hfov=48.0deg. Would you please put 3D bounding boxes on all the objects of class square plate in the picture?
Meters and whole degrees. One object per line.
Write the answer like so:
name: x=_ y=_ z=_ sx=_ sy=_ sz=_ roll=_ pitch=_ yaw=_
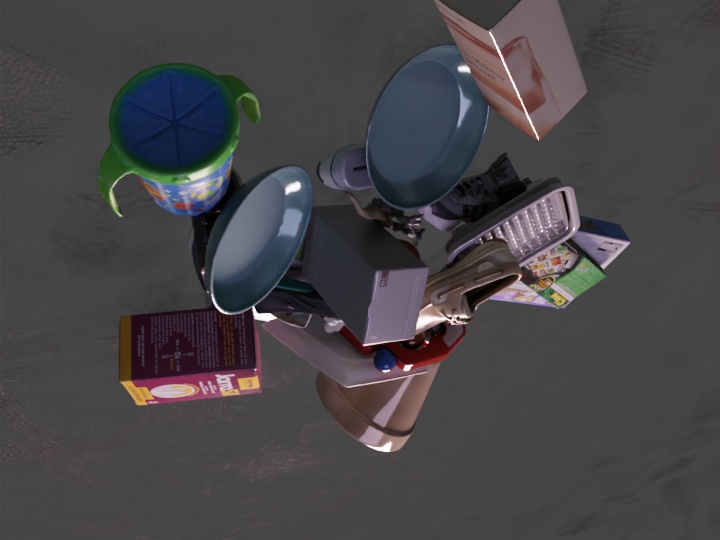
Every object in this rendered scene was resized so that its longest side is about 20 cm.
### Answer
square plate: x=-0.021 y=0.111 z=1.245 sx=0.196 sy=0.198 sz=0.029 roll=-1 pitch=114 yaw=-48

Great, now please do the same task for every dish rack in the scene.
dish rack: x=0.210 y=-0.052 z=1.141 sx=0.198 sy=0.044 sz=0.172 roll=-30 pitch=152 yaw=7

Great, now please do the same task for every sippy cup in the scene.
sippy cup: x=-0.194 y=-0.130 z=0.882 sx=0.173 sy=0.143 sz=0.131 roll=-3 pitch=158 yaw=-5

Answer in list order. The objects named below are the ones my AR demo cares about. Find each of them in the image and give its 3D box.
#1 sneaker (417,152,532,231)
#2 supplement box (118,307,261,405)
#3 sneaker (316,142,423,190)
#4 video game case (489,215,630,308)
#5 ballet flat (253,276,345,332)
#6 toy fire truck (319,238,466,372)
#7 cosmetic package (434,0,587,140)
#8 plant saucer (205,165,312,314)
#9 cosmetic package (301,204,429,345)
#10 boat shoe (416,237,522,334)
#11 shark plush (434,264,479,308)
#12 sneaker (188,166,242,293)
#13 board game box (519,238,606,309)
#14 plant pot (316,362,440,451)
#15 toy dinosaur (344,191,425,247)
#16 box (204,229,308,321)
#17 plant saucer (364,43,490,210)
sneaker: x=0.159 y=-0.114 z=1.120 sx=0.198 sy=0.076 sz=0.114 roll=6 pitch=140 yaw=-47
supplement box: x=-0.251 y=0.128 z=1.212 sx=0.195 sy=0.105 sz=0.132 roll=-5 pitch=156 yaw=-5
sneaker: x=0.030 y=-0.141 z=1.032 sx=0.197 sy=0.070 sz=0.075 roll=-8 pitch=104 yaw=-40
video game case: x=0.326 y=-0.016 z=1.366 sx=0.197 sy=0.046 sz=0.182 roll=7 pitch=135 yaw=-34
ballet flat: x=-0.062 y=0.050 z=1.146 sx=0.195 sy=0.074 sz=0.074 roll=8 pitch=146 yaw=2
toy fire truck: x=0.049 y=0.067 z=1.205 sx=0.168 sy=0.199 sz=0.113 roll=-41 pitch=163 yaw=-29
cosmetic package: x=0.167 y=-0.247 z=0.884 sx=0.087 sy=0.103 sz=0.200 roll=-44 pitch=143 yaw=1
plant saucer: x=-0.131 y=-0.044 z=1.003 sx=0.201 sy=0.036 sz=0.202 roll=-50 pitch=157 yaw=-30
cosmetic package: x=0.000 y=0.000 z=1.060 sx=0.089 sy=0.200 sz=0.109 roll=-6 pitch=121 yaw=-31
boat shoe: x=0.128 y=0.038 z=1.098 sx=0.198 sy=0.066 sz=0.072 roll=-35 pitch=146 yaw=13
shark plush: x=0.181 y=-0.020 z=1.281 sx=0.082 sy=0.092 sz=0.201 roll=23 pitch=142 yaw=-5
sneaker: x=-0.182 y=-0.049 z=1.036 sx=0.074 sy=0.089 sz=0.202 roll=-8 pitch=146 yaw=-14
board game box: x=0.320 y=-0.002 z=1.323 sx=0.104 sy=0.024 sz=0.199 roll=-38 pitch=141 yaw=19
plant pot: x=0.046 y=0.182 z=1.423 sx=0.198 sy=0.201 sz=0.175 roll=18 pitch=117 yaw=-42
toy dinosaur: x=0.040 y=-0.071 z=1.045 sx=0.048 sy=0.087 sz=0.200 roll=-63 pitch=169 yaw=10
box: x=-0.121 y=0.003 z=1.194 sx=0.142 sy=0.037 sz=0.200 roll=14 pitch=137 yaw=-39
plant saucer: x=0.074 y=-0.173 z=0.966 sx=0.197 sy=0.036 sz=0.204 roll=-24 pitch=130 yaw=-30
